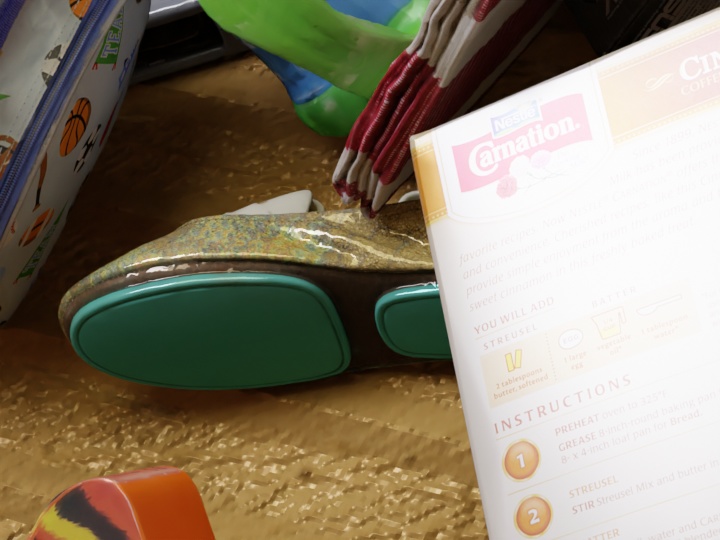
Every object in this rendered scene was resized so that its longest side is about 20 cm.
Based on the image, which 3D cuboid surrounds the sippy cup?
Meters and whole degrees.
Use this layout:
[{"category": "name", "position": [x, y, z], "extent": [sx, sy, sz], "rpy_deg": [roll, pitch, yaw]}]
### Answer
[{"category": "sippy cup", "position": [-0.021, -0.139, 0.781], "extent": [0.140, 0.130, 0.178], "rpy_deg": [-56, 15, -5]}]

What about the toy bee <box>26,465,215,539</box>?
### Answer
[{"category": "toy bee", "position": [-0.054, 0.161, 0.591], "extent": [0.109, 0.131, 0.200], "rpy_deg": [-36, 54, 23]}]

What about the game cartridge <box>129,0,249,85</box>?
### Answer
[{"category": "game cartridge", "position": [-0.121, -0.126, 0.913], "extent": [0.199, 0.042, 0.133], "rpy_deg": [-15, 43, 9]}]

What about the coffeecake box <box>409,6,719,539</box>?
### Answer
[{"category": "coffeecake box", "position": [0.111, 0.033, 0.597], "extent": [0.153, 0.073, 0.200], "rpy_deg": [-22, 63, 23]}]

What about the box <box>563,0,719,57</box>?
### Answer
[{"category": "box", "position": [0.130, -0.188, 0.781], "extent": [0.200, 0.048, 0.159], "rpy_deg": [-54, 38, 27]}]

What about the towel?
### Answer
[{"category": "towel", "position": [0.061, -0.115, 0.674], "extent": [0.023, 0.200, 0.144], "rpy_deg": [37, 49, 7]}]

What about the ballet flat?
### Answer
[{"category": "ballet flat", "position": [0.000, 0.000, 0.736], "extent": [0.199, 0.071, 0.071], "rpy_deg": [-4, 50, 11]}]

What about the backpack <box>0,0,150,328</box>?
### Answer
[{"category": "backpack", "position": [-0.160, -0.073, 0.761], "extent": [0.154, 0.191, 0.200], "rpy_deg": [18, 77, 5]}]
